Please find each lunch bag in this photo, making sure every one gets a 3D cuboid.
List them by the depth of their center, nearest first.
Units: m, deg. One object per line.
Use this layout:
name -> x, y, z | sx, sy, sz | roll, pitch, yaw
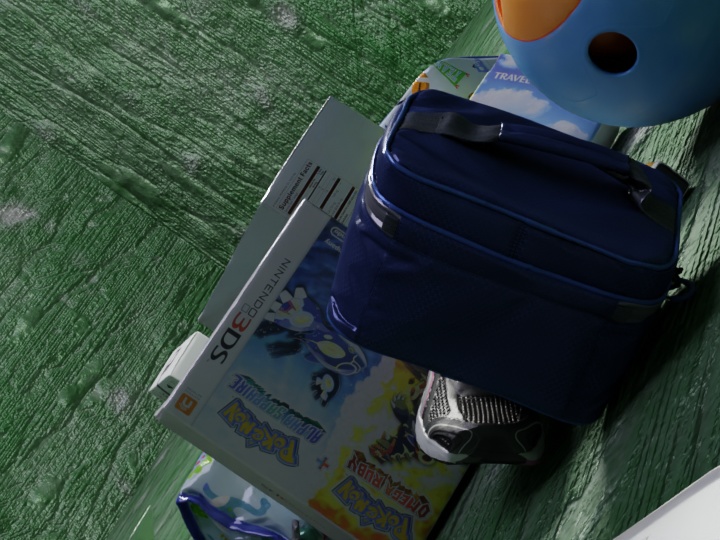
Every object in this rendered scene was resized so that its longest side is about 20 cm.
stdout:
lunch bag -> 0.093, -0.016, 0.966 | 0.136, 0.199, 0.133 | -69, -3, -59
lunch bag -> -0.036, 0.168, 1.279 | 0.170, 0.127, 0.200 | -57, -23, -25
lunch bag -> 0.073, -0.116, 1.588 | 0.160, 0.076, 0.200 | -11, -29, -43

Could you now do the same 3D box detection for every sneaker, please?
sneaker -> 0.071, 0.050, 1.058 | 0.200, 0.080, 0.087 | -99, 7, -67

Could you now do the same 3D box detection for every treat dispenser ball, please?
treat dispenser ball -> 0.190, -0.200, 1.166 | 0.201, 0.200, 0.201 | -54, 6, 8

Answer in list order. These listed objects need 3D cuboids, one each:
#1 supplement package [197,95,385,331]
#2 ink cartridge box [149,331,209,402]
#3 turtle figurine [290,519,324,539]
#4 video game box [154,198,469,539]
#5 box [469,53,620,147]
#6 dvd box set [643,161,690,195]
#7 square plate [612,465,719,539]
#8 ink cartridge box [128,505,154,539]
supplement package -> 0.000, 0.000, 1.446 | 0.147, 0.199, 0.191 | -60, 2, -39
ink cartridge box -> -0.230, 0.179, 2.583 | 0.084, 0.145, 0.200 | -59, 7, -18
turtle figurine -> -0.058, 0.252, 1.095 | 0.150, 0.101, 0.200 | -41, -14, -17
video game box -> -0.009, 0.080, 1.158 | 0.183, 0.200, 0.047 | -57, 3, -18
box -> 0.132, -0.096, 1.388 | 0.200, 0.121, 0.048 | -57, -30, -40
dvd box set -> 0.153, -0.007, 1.192 | 0.147, 0.029, 0.200 | -55, 6, -2
square plate -> 0.105, 0.160, 0.669 | 0.200, 0.028, 0.198 | -48, 10, 46
ink cartridge box -> -0.160, 0.308, 1.323 | 0.146, 0.048, 0.201 | -64, -23, -60
